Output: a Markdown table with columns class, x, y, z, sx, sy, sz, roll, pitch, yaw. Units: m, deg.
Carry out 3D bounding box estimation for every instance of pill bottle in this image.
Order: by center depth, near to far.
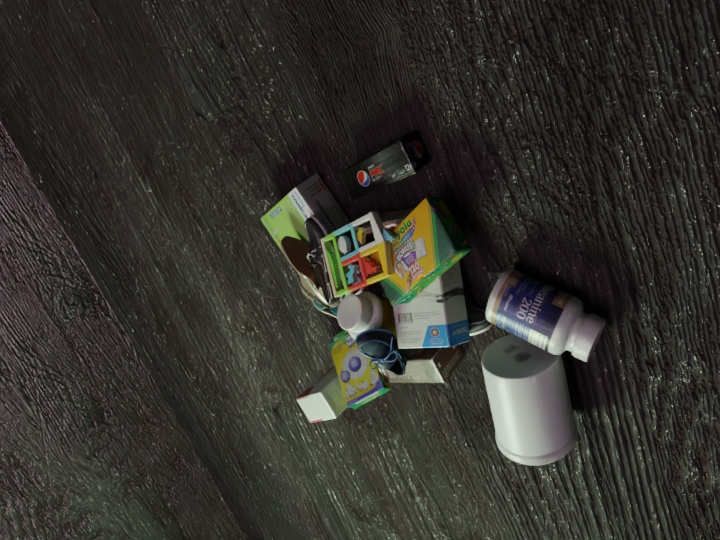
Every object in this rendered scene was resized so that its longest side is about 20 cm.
| class | x | y | z | sx | sy | sz | roll | pitch | yaw |
| --- | --- | --- | --- | --- | --- | --- | --- | --- | --- |
| pill bottle | 0.342 | 0.085 | 1.057 | 0.197 | 0.111 | 0.113 | 27 | 136 | 28 |
| pill bottle | 0.040 | 0.113 | 1.304 | 0.108 | 0.198 | 0.112 | -15 | 66 | 39 |

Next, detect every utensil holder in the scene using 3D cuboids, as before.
| class | x | y | z | sx | sy | sz | roll | pitch | yaw |
| --- | --- | --- | --- | --- | --- | --- | --- | --- | --- |
| utensil holder | 0.339 | 0.253 | 1.149 | 0.167 | 0.169 | 0.204 | 5 | 121 | 42 |

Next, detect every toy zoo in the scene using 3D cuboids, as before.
| class | x | y | z | sx | sy | sz | roll | pitch | yaw |
| --- | --- | --- | --- | --- | --- | --- | --- | --- | --- |
| toy zoo | -0.001 | -0.035 | 1.177 | 0.198 | 0.020 | 0.135 | -22 | 79 | 44 |

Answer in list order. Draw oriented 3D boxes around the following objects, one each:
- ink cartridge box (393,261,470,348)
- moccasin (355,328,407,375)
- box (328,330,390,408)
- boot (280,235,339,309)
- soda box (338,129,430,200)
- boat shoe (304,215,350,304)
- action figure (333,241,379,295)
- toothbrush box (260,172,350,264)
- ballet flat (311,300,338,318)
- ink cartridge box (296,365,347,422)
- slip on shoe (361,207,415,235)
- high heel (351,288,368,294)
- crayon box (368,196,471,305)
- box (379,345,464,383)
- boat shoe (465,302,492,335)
| class | x | y | z | sx | sy | sz | roll | pitch | yaw |
| --- | --- | --- | --- | --- | --- | --- | --- | --- | --- |
| ink cartridge box | 0.141 | 0.055 | 1.200 | 0.144 | 0.083 | 0.206 | -9 | 88 | 47 |
| moccasin | 0.059 | 0.180 | 1.240 | 0.079 | 0.199 | 0.070 | -25 | 59 | 24 |
| box | -0.008 | 0.237 | 1.478 | 0.116 | 0.048 | 0.204 | -31 | 60 | 18 |
| boot | -0.127 | 0.016 | 1.402 | 0.200 | 0.070 | 0.147 | 44 | 156 | 4 |
| soda box | 0.046 | -0.211 | 1.162 | 0.198 | 0.063 | 0.072 | -17 | 107 | 49 |
| boat shoe | -0.088 | -0.022 | 1.293 | 0.204 | 0.059 | 0.074 | 68 | 161 | -9 |
| action figure | 0.000 | 0.000 | 1.290 | 0.200 | 0.130 | 0.154 | 143 | 125 | -77 |
| toothbrush box | -0.138 | -0.121 | 1.400 | 0.147 | 0.086 | 0.199 | 54 | 143 | -5 |
| ballet flat | -0.066 | 0.094 | 1.508 | 0.199 | 0.069 | 0.071 | 32 | 140 | 44 |
| ink cartridge box | -0.060 | 0.319 | 1.575 | 0.084 | 0.199 | 0.144 | 56 | 141 | -3 |
| slip on shoe | 0.075 | -0.091 | 1.225 | 0.197 | 0.074 | 0.062 | -5 | 119 | 41 |
| high heel | -0.023 | 0.017 | 1.406 | 0.095 | 0.068 | 0.201 | 2 | 136 | 55 |
| crayon box | 0.111 | -0.035 | 1.120 | 0.200 | 0.057 | 0.121 | -45 | 63 | 40 |
| box | 0.140 | 0.212 | 1.370 | 0.198 | 0.100 | 0.076 | -14 | 111 | 50 |
| boat shoe | 0.198 | 0.091 | 1.240 | 0.197 | 0.073 | 0.063 | 8 | 129 | 48 |
